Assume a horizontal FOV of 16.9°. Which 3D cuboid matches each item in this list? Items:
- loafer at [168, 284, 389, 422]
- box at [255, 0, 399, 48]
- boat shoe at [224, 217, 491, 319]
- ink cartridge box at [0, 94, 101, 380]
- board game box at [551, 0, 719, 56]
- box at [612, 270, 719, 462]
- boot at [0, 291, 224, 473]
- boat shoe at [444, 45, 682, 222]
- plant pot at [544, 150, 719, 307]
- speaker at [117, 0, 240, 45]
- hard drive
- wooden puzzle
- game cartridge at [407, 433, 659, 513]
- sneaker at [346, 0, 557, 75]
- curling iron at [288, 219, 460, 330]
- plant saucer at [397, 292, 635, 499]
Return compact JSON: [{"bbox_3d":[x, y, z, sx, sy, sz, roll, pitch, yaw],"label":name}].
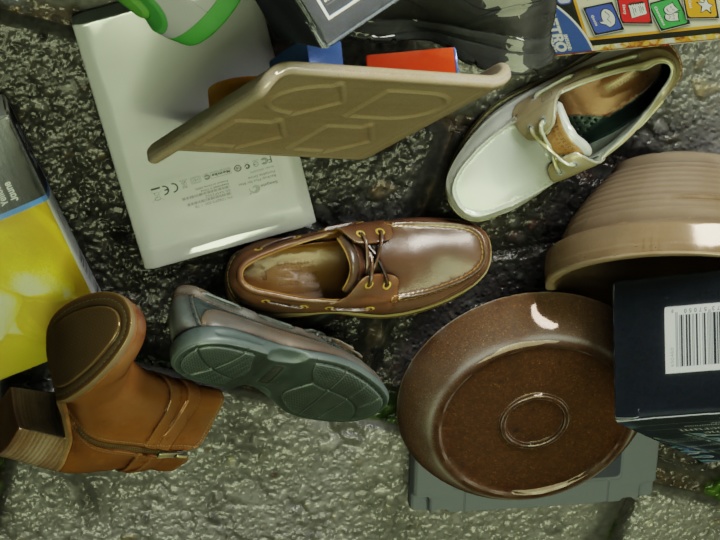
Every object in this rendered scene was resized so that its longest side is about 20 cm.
[{"bbox_3d":[-0.058,0.058,1.782,0.200,0.063,0.072,21,135,-41],"label":"loafer"},{"bbox_3d":[-0.009,-0.278,1.555,0.200,0.123,0.199,-34,105,-10],"label":"box"},{"bbox_3d":[0.000,0.000,1.781,0.200,0.068,0.072,-7,85,-3],"label":"boat shoe"},{"bbox_3d":[-0.307,-0.002,1.754,0.200,0.047,0.198,-24,120,-1],"label":"ink cartridge box"},{"bbox_3d":[0.178,-0.226,1.669,0.200,0.046,0.152,-2,124,29],"label":"board game box"},{"bbox_3d":[0.288,0.072,1.787,0.148,0.107,0.200,-6,165,26],"label":"box"},{"bbox_3d":[-0.164,0.085,1.783,0.154,0.074,0.200,11,144,-33],"label":"boot"},{"bbox_3d":[0.144,-0.105,1.763,0.200,0.068,0.075,-39,103,7],"label":"boat shoe"},{"bbox_3d":[0.235,-0.030,1.790,0.200,0.201,0.093,4,75,-13],"label":"plant pot"},{"bbox_3d":[-0.168,-0.234,1.597,0.200,0.088,0.088,36,106,-25],"label":"speaker"},{"bbox_3d":[-0.118,-0.107,1.744,0.132,0.026,0.200,-15,119,-3],"label":"hard drive"},{"bbox_3d":[-0.025,-0.119,1.664,0.200,0.185,0.046,-4,79,-32],"label":"wooden puzzle"},{"bbox_3d":[0.137,0.123,1.907,0.200,0.041,0.133,-2,121,-10],"label":"game cartridge"},{"bbox_3d":[0.043,-0.200,1.684,0.200,0.076,0.091,11,117,2],"label":"sneaker"},{"bbox_3d":[-0.003,0.023,1.837,0.200,0.026,0.050,-39,139,5],"label":"curling iron"},{"bbox_3d":[0.129,0.105,1.839,0.200,0.035,0.201,-5,129,-7],"label":"plant saucer"}]
